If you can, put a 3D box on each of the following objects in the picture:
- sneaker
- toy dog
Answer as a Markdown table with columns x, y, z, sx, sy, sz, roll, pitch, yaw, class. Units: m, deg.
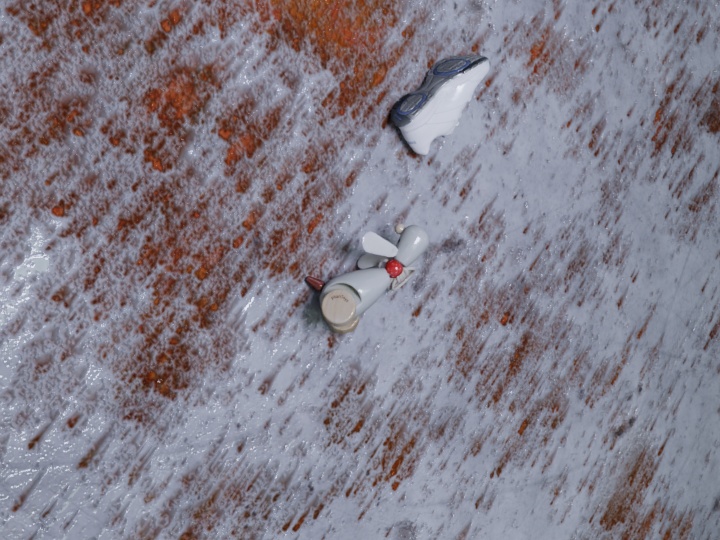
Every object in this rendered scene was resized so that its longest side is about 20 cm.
| x | y | z | sx | sy | sz | roll | pitch | yaw | class |
| --- | --- | --- | --- | --- | --- | --- | --- | --- | --- |
| 0.129 | -0.261 | 1.259 | 0.200 | 0.074 | 0.088 | -43 | 129 | -17 | sneaker |
| 0.000 | 0.000 | 1.171 | 0.096 | 0.133 | 0.199 | 44 | 59 | 11 | toy dog |
